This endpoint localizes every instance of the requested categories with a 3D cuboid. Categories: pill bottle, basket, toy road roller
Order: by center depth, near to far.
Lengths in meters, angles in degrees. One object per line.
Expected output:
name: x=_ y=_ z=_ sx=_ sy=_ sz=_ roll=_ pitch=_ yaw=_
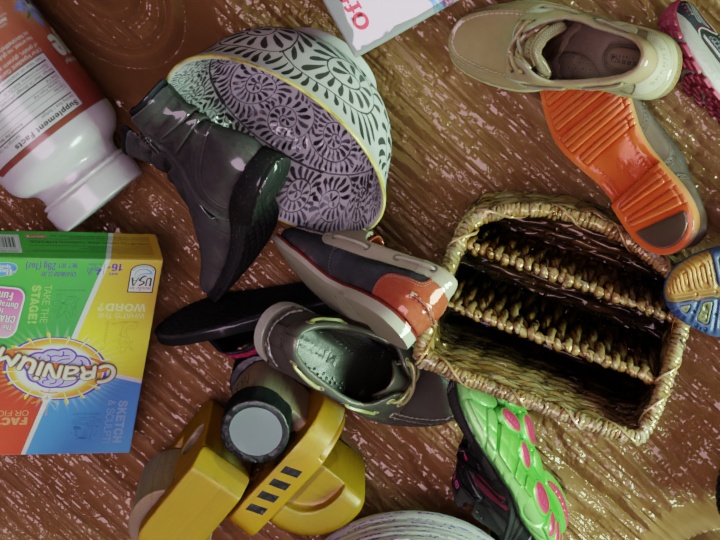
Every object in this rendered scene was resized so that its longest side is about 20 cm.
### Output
basket: x=0.158 y=0.025 z=1.458 sx=0.199 sy=0.149 sz=0.144 roll=21 pitch=107 yaw=6
pill bottle: x=-0.271 y=-0.133 z=1.519 sx=0.112 sy=0.112 sz=0.200 roll=-36 pitch=95 yaw=17
toy road roller: x=-0.085 y=0.175 z=1.558 sx=0.146 sy=0.123 sz=0.200 roll=39 pitch=107 yaw=-12

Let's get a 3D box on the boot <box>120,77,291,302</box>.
boot: x=-0.132 y=-0.068 z=1.500 sx=0.131 sy=0.070 sz=0.200 roll=33 pitch=143 yaw=7

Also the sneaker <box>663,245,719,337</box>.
sneaker: x=0.323 y=0.000 z=1.434 sx=0.198 sy=0.088 sz=0.076 roll=-10 pitch=105 yaw=-5

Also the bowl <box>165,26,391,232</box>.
bowl: x=-0.046 y=-0.128 z=1.469 sx=0.200 sy=0.201 sz=0.094 roll=32 pitch=64 yaw=2

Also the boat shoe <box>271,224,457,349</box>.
boat shoe: x=0.000 y=0.000 z=1.451 sx=0.063 sy=0.200 sz=0.071 roll=-48 pitch=125 yaw=-10

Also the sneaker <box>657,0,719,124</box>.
sneaker: x=0.308 y=-0.136 z=1.432 sx=0.200 sy=0.081 sz=0.075 roll=41 pitch=89 yaw=-7

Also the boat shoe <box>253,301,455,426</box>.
boat shoe: x=0.009 y=0.084 z=1.501 sx=0.201 sy=0.060 sz=0.073 roll=24 pitch=89 yaw=-30

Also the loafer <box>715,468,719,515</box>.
loafer: x=0.344 y=0.112 z=1.492 sx=0.070 sy=0.073 sz=0.201 roll=14 pitch=111 yaw=-4

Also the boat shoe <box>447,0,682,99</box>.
boat shoe: x=0.144 y=-0.172 z=1.422 sx=0.199 sy=0.064 sz=0.072 roll=9 pitch=92 yaw=35

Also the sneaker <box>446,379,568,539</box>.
sneaker: x=0.105 y=0.162 z=1.515 sx=0.083 sy=0.077 sz=0.201 roll=-7 pitch=127 yaw=24

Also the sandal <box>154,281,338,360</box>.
sandal: x=-0.075 y=0.044 z=1.549 sx=0.198 sy=0.075 sz=0.045 roll=-11 pitch=113 yaw=10

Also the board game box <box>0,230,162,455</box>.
board game box: x=-0.252 y=0.062 z=1.540 sx=0.152 sy=0.040 sz=0.201 roll=0 pitch=124 yaw=-20

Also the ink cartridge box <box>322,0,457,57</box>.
ink cartridge box: x=0.054 y=-0.276 z=1.404 sx=0.199 sy=0.145 sz=0.146 roll=-27 pitch=98 yaw=15

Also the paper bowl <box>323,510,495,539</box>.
paper bowl: x=0.040 y=0.306 z=1.543 sx=0.199 sy=0.105 sz=0.202 roll=1 pitch=122 yaw=2

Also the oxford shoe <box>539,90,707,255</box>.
oxford shoe: x=0.205 y=-0.101 z=1.465 sx=0.071 sy=0.073 sz=0.201 roll=-34 pitch=77 yaw=28
